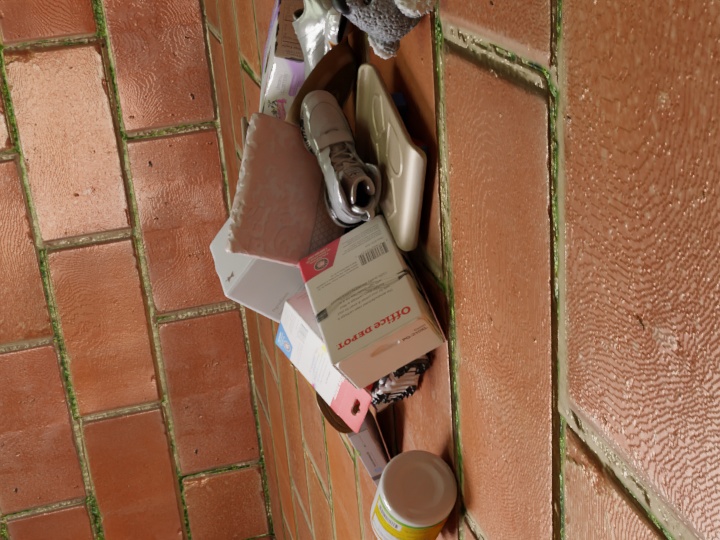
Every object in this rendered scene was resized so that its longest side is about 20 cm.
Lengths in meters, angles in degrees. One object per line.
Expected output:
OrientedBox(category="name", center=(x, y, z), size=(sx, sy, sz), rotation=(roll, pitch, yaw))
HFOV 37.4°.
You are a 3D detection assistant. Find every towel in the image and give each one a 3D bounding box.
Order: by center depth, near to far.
OrientedBox(category="towel", center=(-0.094, -0.106, 1.538), size=(0.032, 0.190, 0.202), rotation=(5, 83, 55))

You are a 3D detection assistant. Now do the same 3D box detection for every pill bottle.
OrientedBox(category="pill bottle", center=(0.073, 0.352, 1.574), size=(0.200, 0.110, 0.112), rotation=(101, 156, -59))

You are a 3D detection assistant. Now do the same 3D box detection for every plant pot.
OrientedBox(category="plant pot", center=(-0.059, -0.251, 1.618), size=(0.027, 0.200, 0.200), rotation=(32, 152, 10))

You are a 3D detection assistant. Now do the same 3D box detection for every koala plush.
OrientedBox(category="koala plush", center=(0.011, -0.361, 1.262), size=(0.201, 0.183, 0.177), rotation=(57, 152, 5))

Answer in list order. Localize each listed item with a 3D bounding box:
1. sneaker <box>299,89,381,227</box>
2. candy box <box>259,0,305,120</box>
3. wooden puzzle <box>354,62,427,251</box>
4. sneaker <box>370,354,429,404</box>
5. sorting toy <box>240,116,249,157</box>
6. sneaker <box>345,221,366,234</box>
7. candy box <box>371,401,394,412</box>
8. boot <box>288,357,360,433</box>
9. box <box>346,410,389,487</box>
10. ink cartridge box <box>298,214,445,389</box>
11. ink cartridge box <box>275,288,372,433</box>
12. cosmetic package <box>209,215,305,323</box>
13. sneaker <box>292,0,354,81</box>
OrientedBox(category="sneaker", center=(-0.023, -0.158, 1.485), size=(0.115, 0.075, 0.201), rotation=(-170, 63, -72))
OrientedBox(category="candy box", center=(-0.121, -0.363, 1.796), size=(0.168, 0.071, 0.201), rotation=(113, 162, -52))
OrientedBox(category="wooden puzzle", center=(0.048, -0.157, 1.450), size=(0.186, 0.046, 0.201), rotation=(93, 157, -47))
OrientedBox(category="sneaker", center=(0.053, 0.137, 1.603), size=(0.200, 0.066, 0.091), rotation=(116, 146, -60))
OrientedBox(category="sorting toy", center=(-0.115, -0.157, 1.749), size=(0.037, 0.199, 0.186), rotation=(-50, 28, 25))
OrientedBox(category="sneaker", center=(0.000, 0.000, 1.624), size=(0.099, 0.070, 0.201), rotation=(17, -124, -55))
OrientedBox(category="candy box", center=(-0.010, 0.117, 1.728), size=(0.201, 0.061, 0.136), rotation=(62, 172, -16))
OrientedBox(category="boot", center=(-0.064, 0.177, 1.756), size=(0.201, 0.073, 0.155), rotation=(66, 166, 6))
OrientedBox(category="box", center=(0.003, 0.273, 1.848), size=(0.201, 0.041, 0.156), rotation=(67, -179, -48))
OrientedBox(category="ink cartridge box", center=(0.013, 0.043, 1.482), size=(0.084, 0.144, 0.201), rotation=(51, -167, -47))
OrientedBox(category="ink cartridge box", center=(-0.036, 0.131, 1.593), size=(0.200, 0.067, 0.116), rotation=(47, 146, 21))
OrientedBox(category="cosmetic package", center=(-0.124, -0.020, 1.828), size=(0.167, 0.199, 0.168), rotation=(-51, 34, 16))
OrientedBox(category="sneaker", center=(-0.065, -0.353, 1.626), size=(0.092, 0.076, 0.201), rotation=(33, 141, 11))
